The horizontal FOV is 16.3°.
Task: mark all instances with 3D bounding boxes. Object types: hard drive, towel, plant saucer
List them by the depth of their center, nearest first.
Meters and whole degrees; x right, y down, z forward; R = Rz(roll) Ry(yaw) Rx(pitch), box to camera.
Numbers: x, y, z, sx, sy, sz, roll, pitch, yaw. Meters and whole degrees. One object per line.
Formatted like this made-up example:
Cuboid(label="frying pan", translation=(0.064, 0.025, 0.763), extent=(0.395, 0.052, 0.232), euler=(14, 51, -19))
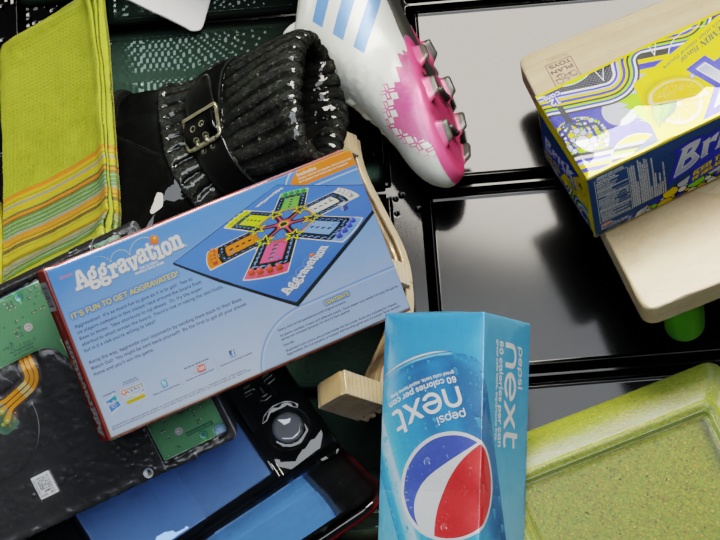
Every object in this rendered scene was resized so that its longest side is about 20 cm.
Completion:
Cuboid(label="hard drive", translation=(-0.189, 0.075, 1.448), extent=(0.200, 0.038, 0.140), euler=(-26, 98, 2))
Cuboid(label="plant saucer", translation=(0.167, 0.165, 1.455), extent=(0.200, 0.048, 0.200), euler=(-20, 72, -14))
Cuboid(label="towel", translation=(-0.187, -0.080, 1.532), extent=(0.086, 0.018, 0.200), euler=(-25, 50, 23))

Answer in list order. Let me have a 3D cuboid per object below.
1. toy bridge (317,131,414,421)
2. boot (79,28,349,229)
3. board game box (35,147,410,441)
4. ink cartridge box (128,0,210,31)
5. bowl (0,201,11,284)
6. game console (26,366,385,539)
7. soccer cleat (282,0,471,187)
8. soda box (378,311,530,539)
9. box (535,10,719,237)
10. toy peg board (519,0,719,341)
Cuboid(label="toy bridge", translation=(0.000, 0.000, 1.524), extent=(0.067, 0.027, 0.200), euler=(20, 50, -35))
Cuboid(label="boot", translation=(-0.084, -0.037, 1.504), extent=(0.158, 0.079, 0.211), euler=(-13, 67, 19))
Cuboid(label="board game box", translation=(-0.075, 0.012, 1.429), extent=(0.200, 0.019, 0.103), euler=(-23, 96, -24))
Cuboid(label="ink cartridge box", translation=(-0.103, -0.265, 1.582), extent=(0.116, 0.067, 0.200), euler=(24, 72, -30))
Cuboid(label="bowl", translation=(-0.293, 0.016, 1.515), extent=(0.200, 0.108, 0.200), euler=(-1, 73, 4))
Cuboid(label="game console", translation=(-0.109, 0.130, 1.464), extent=(0.200, 0.119, 0.172), euler=(-33, 74, -7))
Cuboid(label="soccer cleat", translation=(0.002, -0.130, 1.570), extent=(0.086, 0.070, 0.200), euler=(-25, 71, 12))
Cuboid(label="soda box", translation=(0.052, 0.125, 1.411), extent=(0.064, 0.068, 0.200), euler=(-2, 82, 26))
Cuboid(label="box", translation=(0.207, -0.102, 1.461), extent=(0.200, 0.064, 0.070), euler=(-25, 58, -6))
Cuboid(label="toy peg board", translation=(0.227, -0.065, 1.530), extent=(0.200, 0.098, 0.199), euler=(-21, 58, -4))
